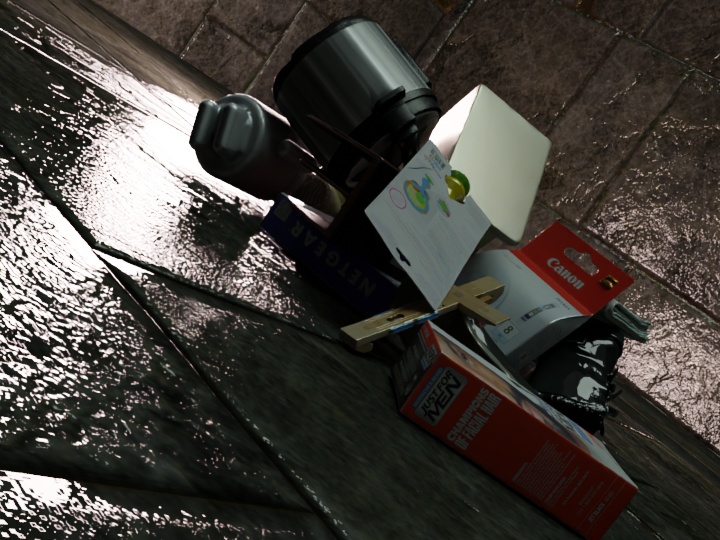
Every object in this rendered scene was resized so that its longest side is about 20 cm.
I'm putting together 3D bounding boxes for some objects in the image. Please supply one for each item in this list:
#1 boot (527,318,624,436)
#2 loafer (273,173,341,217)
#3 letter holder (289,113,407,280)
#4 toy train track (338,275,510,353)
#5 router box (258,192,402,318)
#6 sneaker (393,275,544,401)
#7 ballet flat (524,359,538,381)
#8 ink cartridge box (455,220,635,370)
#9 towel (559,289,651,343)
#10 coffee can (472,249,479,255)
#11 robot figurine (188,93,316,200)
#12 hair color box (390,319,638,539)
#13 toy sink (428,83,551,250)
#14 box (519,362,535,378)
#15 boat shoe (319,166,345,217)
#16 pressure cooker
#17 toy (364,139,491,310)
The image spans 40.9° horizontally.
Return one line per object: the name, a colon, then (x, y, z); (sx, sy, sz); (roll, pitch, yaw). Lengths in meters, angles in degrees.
boot: (0.227, 0.116, 1.189); (0.197, 0.074, 0.163); (17, 43, 14)
loafer: (-0.102, -0.123, 1.400); (0.200, 0.076, 0.068); (38, -4, 38)
letter holder: (0.007, -0.077, 1.092); (0.142, 0.101, 0.200); (39, 7, 38)
toy train track: (0.061, 0.046, 0.911); (0.199, 0.033, 0.115); (-17, 36, -39)
router box: (0.000, 0.000, 1.152); (0.200, 0.049, 0.179); (39, 7, 25)
sneaker: (0.110, 0.091, 0.998); (0.106, 0.075, 0.200); (34, 19, -54)
ballet flat: (0.248, 0.132, 1.269); (0.070, 0.068, 0.201); (15, 41, -6)
ink cartridge box: (0.211, 0.018, 1.201); (0.160, 0.200, 0.047); (47, -10, 46)
towel: (0.274, 0.039, 1.286); (0.199, 0.031, 0.149); (19, -6, 39)
coffee can: (0.091, -0.078, 1.416); (0.146, 0.147, 0.200); (34, -7, -10)
robot figurine: (-0.140, -0.159, 1.273); (0.169, 0.113, 0.200); (17, -4, 31)
hair color box: (0.124, 0.132, 0.813); (0.200, 0.064, 0.111); (34, 8, -8)
toy sink: (0.146, -0.114, 1.244); (0.130, 0.112, 0.201); (35, 50, -15)
box: (0.171, 0.097, 1.375); (0.156, 0.041, 0.200); (33, 7, -24)
boat shoe: (-0.008, -0.071, 1.409); (0.076, 0.071, 0.201); (50, 15, -50)
pressure cooker: (0.005, -0.199, 1.240); (0.200, 0.179, 0.176); (53, 28, 11)
toy: (0.061, -0.045, 0.973); (0.115, 0.047, 0.200); (53, 37, -9)
